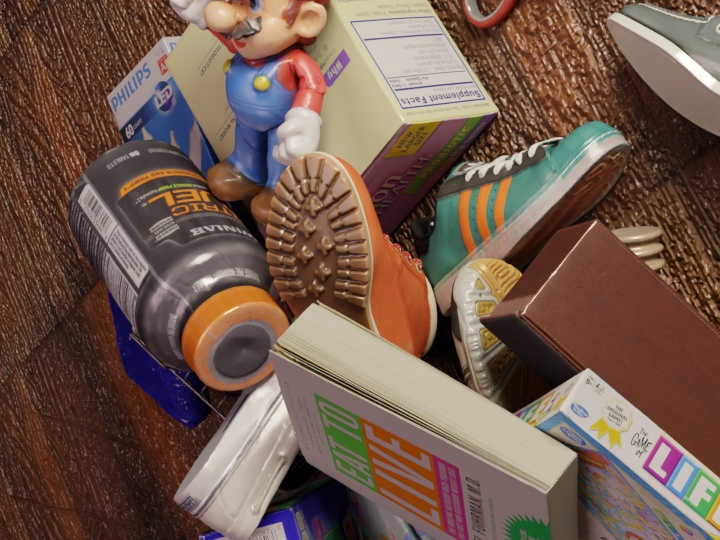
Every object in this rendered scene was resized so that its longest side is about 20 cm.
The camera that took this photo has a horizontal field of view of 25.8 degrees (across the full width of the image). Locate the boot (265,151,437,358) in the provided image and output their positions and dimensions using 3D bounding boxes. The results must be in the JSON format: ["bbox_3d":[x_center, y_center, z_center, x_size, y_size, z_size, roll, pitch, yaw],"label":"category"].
[{"bbox_3d":[0.000,0.000,1.047,0.075,0.107,0.201,6,123,30],"label":"boot"}]

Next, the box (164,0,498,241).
[{"bbox_3d":[-0.026,-0.134,1.134,0.176,0.096,0.200,-49,63,41],"label":"box"}]

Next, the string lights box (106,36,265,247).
[{"bbox_3d":[-0.128,-0.080,1.283,0.103,0.059,0.201,-36,73,46],"label":"string lights box"}]

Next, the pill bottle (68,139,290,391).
[{"bbox_3d":[-0.122,0.000,1.097,0.200,0.106,0.107,48,131,44],"label":"pill bottle"}]

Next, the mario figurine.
[{"bbox_3d":[-0.077,-0.131,1.035,0.123,0.106,0.201,8,117,10],"label":"mario figurine"}]

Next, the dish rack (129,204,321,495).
[{"bbox_3d":[-0.071,0.051,1.173,0.200,0.055,0.153,41,87,9],"label":"dish rack"}]

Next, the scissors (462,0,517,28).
[{"bbox_3d":[0.130,-0.204,1.009,0.200,0.014,0.074,-4,94,49],"label":"scissors"}]

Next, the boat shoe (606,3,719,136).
[{"bbox_3d":[0.226,-0.114,0.907,0.062,0.073,0.200,-46,47,-6],"label":"boat shoe"}]

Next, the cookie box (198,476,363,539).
[{"bbox_3d":[-0.040,0.251,1.163,0.075,0.200,0.172,-16,87,9],"label":"cookie box"}]

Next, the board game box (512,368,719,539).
[{"bbox_3d":[0.172,0.151,0.934,0.200,0.034,0.134,40,152,-3],"label":"board game box"}]

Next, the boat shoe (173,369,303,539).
[{"bbox_3d":[-0.046,0.100,1.086,0.070,0.200,0.071,38,150,-7],"label":"boat shoe"}]

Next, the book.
[{"bbox_3d":[0.043,0.116,0.964,0.200,0.048,0.134,26,146,29],"label":"book"}]

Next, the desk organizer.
[{"bbox_3d":[0.177,0.065,0.939,0.200,0.077,0.072,42,168,-7],"label":"desk organizer"}]

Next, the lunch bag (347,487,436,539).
[{"bbox_3d":[0.065,0.200,1.096,0.200,0.077,0.161,58,165,24],"label":"lunch bag"}]

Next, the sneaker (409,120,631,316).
[{"bbox_3d":[0.095,-0.049,1.040,0.200,0.071,0.080,-45,71,44],"label":"sneaker"}]

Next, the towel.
[{"bbox_3d":[-0.182,0.022,1.316,0.148,0.049,0.201,-144,38,-62],"label":"towel"}]

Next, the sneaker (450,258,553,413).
[{"bbox_3d":[0.093,0.086,1.043,0.088,0.076,0.201,2,119,55],"label":"sneaker"}]

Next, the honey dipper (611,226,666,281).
[{"bbox_3d":[0.182,0.073,1.002,0.038,0.038,0.201,4,104,47],"label":"honey dipper"}]
